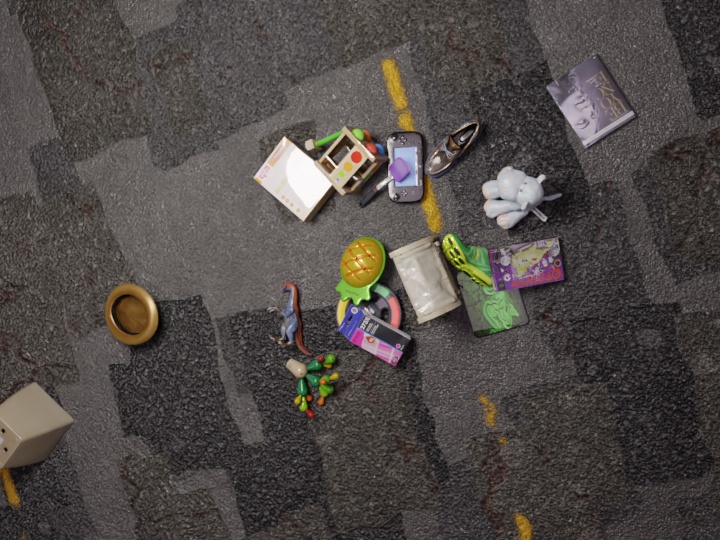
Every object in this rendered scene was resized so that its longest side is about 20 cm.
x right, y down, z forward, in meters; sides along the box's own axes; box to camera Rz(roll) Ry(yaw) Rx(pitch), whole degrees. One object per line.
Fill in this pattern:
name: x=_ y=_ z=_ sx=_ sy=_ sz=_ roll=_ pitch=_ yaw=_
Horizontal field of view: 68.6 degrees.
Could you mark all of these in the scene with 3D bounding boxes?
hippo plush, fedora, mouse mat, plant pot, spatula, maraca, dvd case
hippo plush: x=0.418 y=-0.186 z=1.402 sx=0.199 sy=0.161 sz=0.160 roll=31 pitch=99 yaw=7
fedora: x=-0.711 y=0.136 z=1.677 sx=0.200 sy=0.082 sz=0.202 roll=0 pitch=91 yaw=15
mouse mat: x=0.376 y=0.079 z=1.509 sx=0.160 sy=0.008 sz=0.201 roll=-18 pitch=92 yaw=11
plant pot: x=-1.122 y=0.527 z=1.734 sx=0.200 sy=0.177 sz=0.200 roll=40 pitch=100 yaw=5
spatula: x=0.061 y=-0.245 z=1.508 sx=0.200 sy=0.021 sz=0.057 roll=-39 pitch=76 yaw=29
maraca: x=0.000 y=0.000 z=1.513 sx=0.137 sy=0.107 sz=0.201 roll=15 pitch=82 yaw=28
dvd case: x=0.618 y=-0.454 z=1.419 sx=0.148 sy=0.016 sz=0.201 roll=-32 pitch=88 yaw=11

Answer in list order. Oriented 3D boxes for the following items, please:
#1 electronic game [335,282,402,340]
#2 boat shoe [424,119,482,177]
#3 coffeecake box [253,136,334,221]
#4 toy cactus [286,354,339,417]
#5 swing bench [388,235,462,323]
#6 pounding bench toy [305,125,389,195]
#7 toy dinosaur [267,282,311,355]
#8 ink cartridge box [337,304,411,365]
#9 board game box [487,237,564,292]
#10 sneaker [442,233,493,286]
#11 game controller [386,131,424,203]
electronic game: x=0.024 y=0.129 z=1.560 sx=0.199 sy=0.042 sz=0.201 roll=1 pitch=94 yaw=11
boat shoe: x=0.252 y=-0.344 z=1.466 sx=0.072 sy=0.072 sz=0.200 roll=44 pitch=100 yaw=5
coffeecake box: x=-0.186 y=-0.267 z=1.553 sx=0.200 sy=0.073 sz=0.154 roll=41 pitch=100 yaw=5
toy cactus: x=-0.157 y=0.328 z=1.591 sx=0.165 sy=0.102 sz=0.201 roll=31 pitch=108 yaw=17
swing bench: x=0.184 y=0.017 z=1.440 sx=0.129 sy=0.200 sz=0.200 roll=-23 pitch=89 yaw=11
pounding bench toy: x=-0.043 y=-0.339 z=1.479 sx=0.200 sy=0.124 sz=0.156 roll=47 pitch=113 yaw=7
toy dinosaur: x=-0.214 y=0.136 z=1.608 sx=0.199 sy=0.105 sz=0.182 roll=27 pitch=85 yaw=-30
ink cartridge box: x=0.038 y=0.187 z=1.531 sx=0.199 sy=0.037 sz=0.095 roll=29 pitch=103 yaw=2
board game box: x=0.453 y=-0.017 z=1.446 sx=0.199 sy=0.032 sz=0.121 roll=-11 pitch=97 yaw=-8
sneaker: x=0.304 y=-0.038 z=1.461 sx=0.200 sy=0.074 sz=0.084 roll=41 pitch=66 yaw=-20
game controller: x=0.129 y=-0.294 z=1.507 sx=0.104 sy=0.042 sz=0.201 roll=-1 pitch=95 yaw=16
